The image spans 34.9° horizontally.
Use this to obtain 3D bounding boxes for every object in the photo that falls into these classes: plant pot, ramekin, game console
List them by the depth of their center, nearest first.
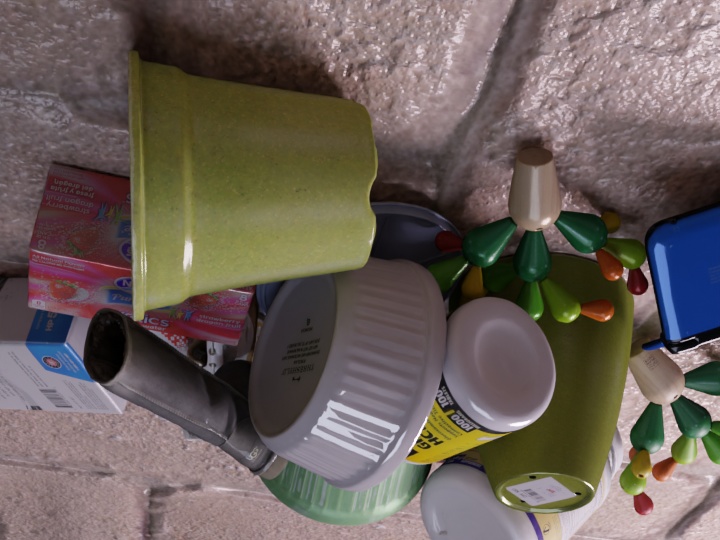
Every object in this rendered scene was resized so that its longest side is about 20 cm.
[{"bbox_3d":[-0.086,-0.066,0.884,0.182,0.202,0.201,-2,148,-12],"label":"plant pot"},{"bbox_3d":[-0.019,0.077,0.970,0.093,0.204,0.202,20,144,-25],"label":"ramekin"},{"bbox_3d":[0.340,-0.007,1.001,0.198,0.119,0.172,-18,113,1],"label":"game console"},{"bbox_3d":[0.174,0.120,1.093,0.184,0.202,0.188,3,147,2],"label":"plant pot"},{"bbox_3d":[-0.013,0.147,1.167,0.197,0.202,0.098,7,139,-4],"label":"ramekin"}]

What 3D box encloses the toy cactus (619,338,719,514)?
[{"bbox_3d":[0.329,0.145,1.173,0.199,0.102,0.165,-38,103,11],"label":"toy cactus"}]

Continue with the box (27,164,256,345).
[{"bbox_3d":[-0.193,-0.012,1.037,0.197,0.096,0.103,12,145,-11],"label":"box"}]

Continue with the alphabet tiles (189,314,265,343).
[{"bbox_3d":[-0.199,0.069,1.233,0.195,0.015,0.199,-26,135,37],"label":"alphabet tiles"}]

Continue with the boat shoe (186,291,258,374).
[{"bbox_3d":[-0.146,0.087,1.184,0.068,0.071,0.201,5,132,-7],"label":"boat shoe"}]

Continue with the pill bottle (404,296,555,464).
[{"bbox_3d":[0.070,0.107,1.011,0.111,0.114,0.200,21,149,-23],"label":"pill bottle"}]

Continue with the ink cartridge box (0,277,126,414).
[{"bbox_3d":[-0.351,0.078,1.190,0.197,0.085,0.147,1,146,16],"label":"ink cartridge box"}]

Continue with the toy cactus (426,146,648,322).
[{"bbox_3d":[0.153,-0.031,0.988,0.197,0.103,0.167,0,126,8],"label":"toy cactus"}]

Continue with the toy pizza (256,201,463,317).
[{"bbox_3d":[0.000,0.000,1.062,0.198,0.032,0.201,-10,142,-7],"label":"toy pizza"}]

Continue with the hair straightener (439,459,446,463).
[{"bbox_3d":[0.054,0.190,1.368,0.197,0.041,0.077,14,145,-5],"label":"hair straightener"}]

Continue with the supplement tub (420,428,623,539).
[{"bbox_3d":[0.173,0.222,1.201,0.145,0.199,0.147,27,133,32],"label":"supplement tub"}]

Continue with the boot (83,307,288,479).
[{"bbox_3d":[-0.162,0.096,1.028,0.199,0.182,0.073,30,95,-30],"label":"boot"}]

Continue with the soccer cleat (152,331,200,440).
[{"bbox_3d":[-0.204,0.107,1.200,0.068,0.086,0.201,-7,145,17],"label":"soccer cleat"}]
